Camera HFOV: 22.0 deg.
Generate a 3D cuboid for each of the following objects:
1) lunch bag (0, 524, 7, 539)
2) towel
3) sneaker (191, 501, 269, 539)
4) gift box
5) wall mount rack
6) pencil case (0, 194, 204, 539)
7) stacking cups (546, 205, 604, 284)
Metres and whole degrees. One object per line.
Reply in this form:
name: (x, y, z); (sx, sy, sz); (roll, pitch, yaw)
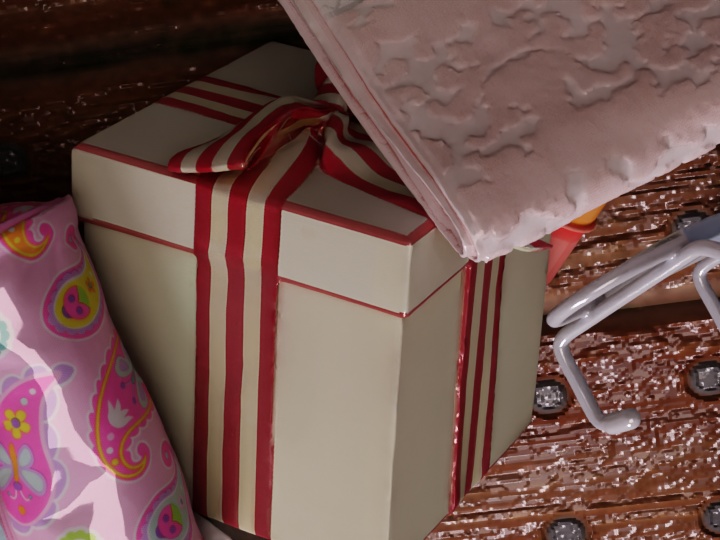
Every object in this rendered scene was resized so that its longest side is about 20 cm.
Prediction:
lunch bag: (-0.175, 0.120, 0.903); (0.127, 0.200, 0.170); (-46, 107, -8)
towel: (0.082, -0.112, 0.754); (0.199, 0.191, 0.032); (-26, 148, -13)
sneaker: (-0.027, 0.102, 0.899); (0.077, 0.200, 0.082); (35, 102, 19)
gift box: (0.000, 0.000, 0.823); (0.199, 0.185, 0.188); (13, 118, 20)
wall mount rack: (0.182, 0.002, 0.807); (0.174, 0.200, 0.075); (-36, 80, 47)
pencil case: (-0.124, 0.071, 0.767); (0.087, 0.087, 0.201); (-17, 101, 11)
stacking cups: (0.119, -0.082, 0.867); (0.060, 0.061, 0.200); (28, 118, -9)
